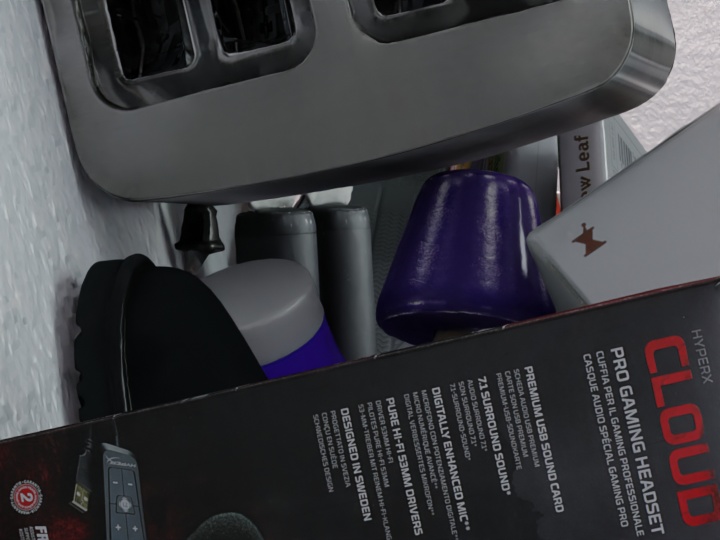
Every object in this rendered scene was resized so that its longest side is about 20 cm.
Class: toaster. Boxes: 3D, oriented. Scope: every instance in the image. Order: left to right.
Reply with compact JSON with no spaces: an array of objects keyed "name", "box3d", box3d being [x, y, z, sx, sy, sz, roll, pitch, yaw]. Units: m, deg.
[{"name":"toaster","box3d":[-0.007,-0.110,0.750,0.119,0.180,0.201,-13,91,-77]}]

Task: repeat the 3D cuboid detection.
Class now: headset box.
[{"name":"headset box","box3d":[0.029,0.090,0.566,0.077,0.199,0.149,4,74,-78]}]

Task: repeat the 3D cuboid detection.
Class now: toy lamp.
[{"name":"toy lamp","box3d":[0.026,0.069,0.723,0.058,0.058,0.201,53,43,-71]}]

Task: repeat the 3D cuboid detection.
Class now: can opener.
[{"name":"can opener","box3d":[-0.027,-0.006,0.853,0.053,0.066,0.201,-5,88,-43]}]

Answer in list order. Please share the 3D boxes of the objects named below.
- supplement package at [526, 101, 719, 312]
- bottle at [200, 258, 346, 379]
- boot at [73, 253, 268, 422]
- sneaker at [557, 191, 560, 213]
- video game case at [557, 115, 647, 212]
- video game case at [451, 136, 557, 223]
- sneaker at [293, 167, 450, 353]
[{"name":"supplement package","box3d":[0.148,0.044,0.743,0.117,0.117,0.200,54,-4,36]},{"name":"bottle","box3d":[-0.011,0.093,0.780,0.084,0.065,0.200,-86,161,-64]},{"name":"boot","box3d":[0.020,0.077,0.652,0.076,0.168,0.201,48,29,-74]},{"name":"sneaker","box3d":[0.096,0.019,1.146,0.082,0.200,0.077,30,49,-43]},{"name":"video game case","box3d":[0.119,0.051,0.946,0.200,0.022,0.183,43,42,-59]},{"name":"video game case","box3d":[0.045,-0.019,1.034,0.200,0.022,0.182,-82,-167,-48]},{"name":"sneaker","box3d":[0.000,0.000,0.961,0.200,0.073,0.071,-68,173,-48]}]
